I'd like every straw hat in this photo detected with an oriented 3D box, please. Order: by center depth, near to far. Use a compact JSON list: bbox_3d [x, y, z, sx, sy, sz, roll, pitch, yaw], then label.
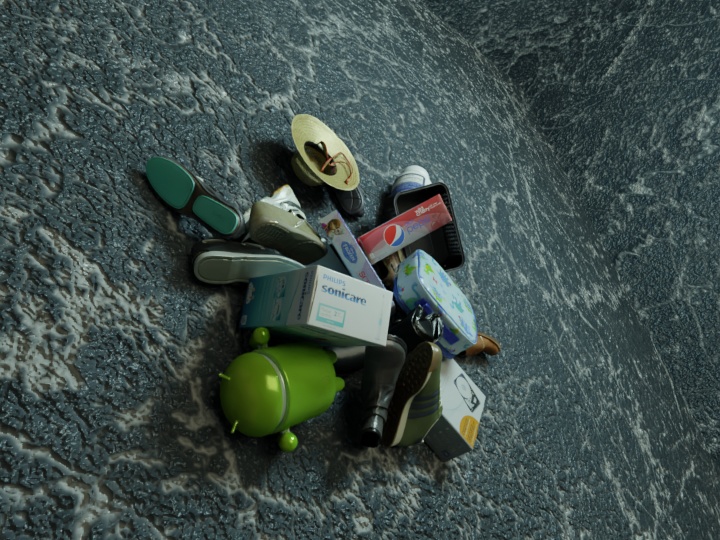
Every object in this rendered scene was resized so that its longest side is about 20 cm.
[{"bbox_3d":[-0.100,-0.233,1.167,0.200,0.085,0.203,33,40,-33],"label":"straw hat"}]

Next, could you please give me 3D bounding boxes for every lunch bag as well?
[{"bbox_3d":[0.148,0.067,1.069,0.200,0.082,0.161,46,23,-18],"label":"lunch bag"}]

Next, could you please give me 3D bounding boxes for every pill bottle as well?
[{"bbox_3d":[0.130,-0.183,1.370,0.111,0.111,0.201,38,37,-20],"label":"pill bottle"}]

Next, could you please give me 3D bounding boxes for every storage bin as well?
[{"bbox_3d":[0.144,-0.087,1.219,0.133,0.094,0.203,-16,96,-12],"label":"storage bin"}]

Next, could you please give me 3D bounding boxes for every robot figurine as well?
[{"bbox_3d":[-0.115,0.167,0.771,0.199,0.115,0.178,-5,76,-51],"label":"robot figurine"}]

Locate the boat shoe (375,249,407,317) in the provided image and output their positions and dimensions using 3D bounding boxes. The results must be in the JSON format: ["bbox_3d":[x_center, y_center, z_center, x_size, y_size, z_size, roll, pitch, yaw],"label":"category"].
[{"bbox_3d":[0.072,0.023,1.172,0.067,0.072,0.203,-14,75,-25],"label":"boat shoe"}]

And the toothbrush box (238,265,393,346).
[{"bbox_3d":[-0.070,0.061,0.810,0.145,0.199,0.087,21,70,-37],"label":"toothbrush box"}]

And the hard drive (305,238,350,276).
[{"bbox_3d":[-0.093,0.023,1.002,0.133,0.026,0.199,55,34,3],"label":"hard drive"}]

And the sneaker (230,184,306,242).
[{"bbox_3d":[-0.163,-0.087,0.976,0.088,0.075,0.200,55,38,-9],"label":"sneaker"}]

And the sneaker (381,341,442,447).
[{"bbox_3d":[0.108,0.220,0.929,0.089,0.203,0.067,15,15,-31],"label":"sneaker"}]

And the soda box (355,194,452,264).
[{"bbox_3d":[0.089,-0.084,1.123,0.198,0.070,0.064,-29,92,-11],"label":"soda box"}]

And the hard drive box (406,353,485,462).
[{"bbox_3d":[0.144,0.240,1.048,0.200,0.077,0.156,48,34,-7],"label":"hard drive box"}]

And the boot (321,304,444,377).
[{"bbox_3d":[0.039,0.122,0.944,0.199,0.167,0.077,2,62,-48],"label":"boot"}]

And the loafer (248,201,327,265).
[{"bbox_3d":[-0.122,-0.066,0.926,0.200,0.075,0.069,35,33,-60],"label":"loafer"}]

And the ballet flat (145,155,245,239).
[{"bbox_3d":[-0.266,-0.114,0.877,0.199,0.074,0.073,35,33,10],"label":"ballet flat"}]

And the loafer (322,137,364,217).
[{"bbox_3d":[-0.038,-0.214,1.253,0.063,0.071,0.203,41,28,-70],"label":"loafer"}]

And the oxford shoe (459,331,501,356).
[{"bbox_3d":[0.261,0.175,1.268,0.198,0.071,0.072,26,70,-34],"label":"oxford shoe"}]

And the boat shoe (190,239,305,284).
[{"bbox_3d":[-0.177,-0.013,0.876,0.198,0.076,0.061,13,30,-35],"label":"boat shoe"}]

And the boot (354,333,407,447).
[{"bbox_3d":[0.029,0.197,0.845,0.069,0.201,0.133,8,53,8],"label":"boot"}]

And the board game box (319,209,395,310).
[{"bbox_3d":[0.000,0.000,1.023,0.202,0.041,0.200,59,-1,9],"label":"board game box"}]
